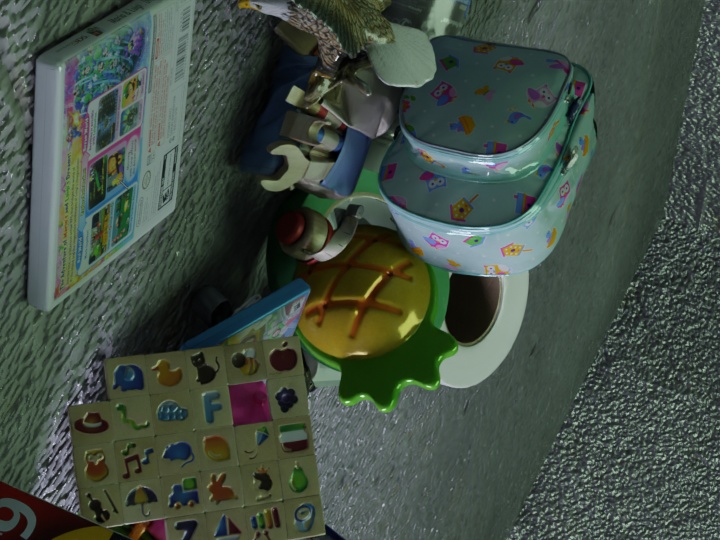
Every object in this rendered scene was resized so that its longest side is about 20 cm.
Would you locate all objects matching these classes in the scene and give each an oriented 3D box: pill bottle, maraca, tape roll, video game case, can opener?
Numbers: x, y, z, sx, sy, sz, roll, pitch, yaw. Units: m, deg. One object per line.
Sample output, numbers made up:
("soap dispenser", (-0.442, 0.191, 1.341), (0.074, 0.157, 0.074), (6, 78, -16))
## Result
("pill bottle", (0.027, -0.198, 1.540), (0.114, 0.114, 0.200), (-10, 119, -71))
("maraca", (0.009, 0.039, 1.444), (0.137, 0.200, 0.107), (-28, 143, 3))
("tape roll", (0.000, 0.000, 1.580), (0.200, 0.048, 0.201), (14, 68, -37))
("video game case", (-0.122, 0.102, 1.436), (0.143, 0.018, 0.200), (-31, 156, -38))
("tape roll", (0.074, 0.019, 1.778), (0.203, 0.139, 0.203), (-14, 109, -47))
("video game case", (-0.181, -0.094, 1.169), (0.182, 0.024, 0.200), (-46, 152, -52))
("can opener", (-0.112, 0.042, 1.491), (0.053, 0.067, 0.200), (-47, 174, -3))

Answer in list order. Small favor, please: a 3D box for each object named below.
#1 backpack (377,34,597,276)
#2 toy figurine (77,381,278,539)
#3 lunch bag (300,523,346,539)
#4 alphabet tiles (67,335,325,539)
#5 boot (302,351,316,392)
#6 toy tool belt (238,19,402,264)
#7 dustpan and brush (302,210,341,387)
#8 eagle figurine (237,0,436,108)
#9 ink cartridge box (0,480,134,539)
("backpack", (0.109, -0.102, 1.417), (0.153, 0.176, 0.200), (65, 42, -61))
("toy figurine", (-0.129, 0.178, 1.389), (0.184, 0.150, 0.200), (-54, -176, -5))
("lunch bag", (-0.105, 0.316, 1.550), (0.124, 0.200, 0.170), (-54, 159, -65))
("alphabet tiles", (-0.133, 0.147, 1.303), (0.008, 0.200, 0.167), (159, -76, -69))
("boot", (-0.069, 0.095, 1.666), (0.200, 0.069, 0.174), (103, 9, -56))
("toy tool belt", (-0.057, -0.118, 1.413), (0.123, 0.125, 0.200), (25, 81, -39))
("dustpan and brush", (-0.030, 0.014, 1.631), (0.140, 0.057, 0.200), (6, 64, -69))
("eagle figurine", (-0.032, -0.228, 1.282), (0.151, 0.152, 0.200), (-21, 139, -9))
("ink cartridge box", (-0.231, 0.284, 1.179), (0.084, 0.175, 0.200), (73, 40, -64))
